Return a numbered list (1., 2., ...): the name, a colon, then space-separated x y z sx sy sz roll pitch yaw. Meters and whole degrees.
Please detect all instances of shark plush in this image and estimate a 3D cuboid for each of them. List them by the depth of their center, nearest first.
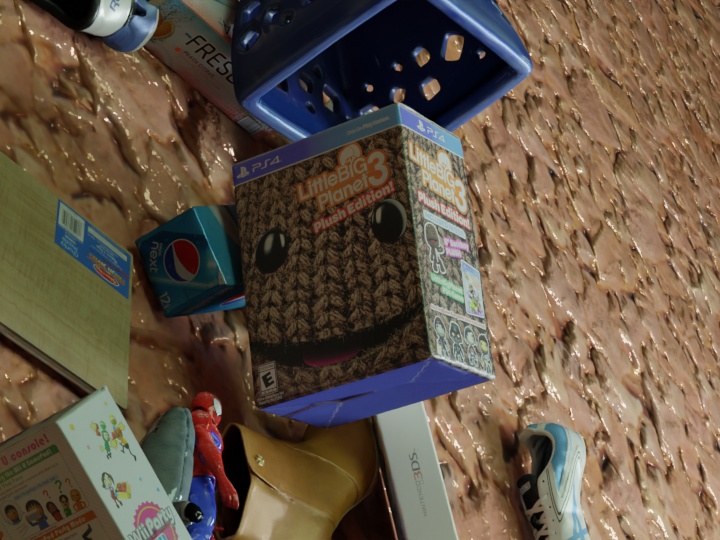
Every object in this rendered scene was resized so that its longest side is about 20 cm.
1. shark plush: -0.138 0.167 1.197 0.091 0.083 0.200 49 13 -20

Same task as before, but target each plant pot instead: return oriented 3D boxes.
1. plant pot: 0.003 -0.224 1.617 0.200 0.199 0.181 30 33 -48

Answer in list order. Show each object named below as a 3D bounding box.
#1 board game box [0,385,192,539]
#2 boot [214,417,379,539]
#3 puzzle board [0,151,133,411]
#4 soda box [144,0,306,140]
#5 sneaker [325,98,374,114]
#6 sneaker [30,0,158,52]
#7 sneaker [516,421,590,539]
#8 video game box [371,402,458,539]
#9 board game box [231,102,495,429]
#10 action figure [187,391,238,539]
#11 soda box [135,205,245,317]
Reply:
1. board game box: -0.166 0.191 1.089 0.201 0.147 0.064 60 28 -4
2. boot: -0.054 0.149 1.427 0.144 0.070 0.202 43 36 -37
3. puzzle board: -0.235 -0.004 1.304 0.200 0.017 0.152 41 31 -38
4. soda box: -0.130 -0.204 1.638 0.200 0.063 0.069 40 33 -40
5. sneaker: 0.036 -0.092 1.826 0.201 0.080 0.083 61 20 -1
6. sneaker: -0.239 -0.275 1.486 0.115 0.080 0.201 -6 72 -65
7. sneaker: 0.187 0.243 1.806 0.072 0.072 0.201 11 55 -16
8. video game box: 0.048 0.195 1.506 0.183 0.046 0.201 78 -2 -64
9. board game box: 0.000 0.000 1.400 0.097 0.158 0.202 23 54 -54
10. action figure: -0.115 0.168 1.306 0.051 0.066 0.201 12 47 -16
11. soda box: -0.095 -0.012 1.499 0.200 0.064 0.068 -7 71 -64
